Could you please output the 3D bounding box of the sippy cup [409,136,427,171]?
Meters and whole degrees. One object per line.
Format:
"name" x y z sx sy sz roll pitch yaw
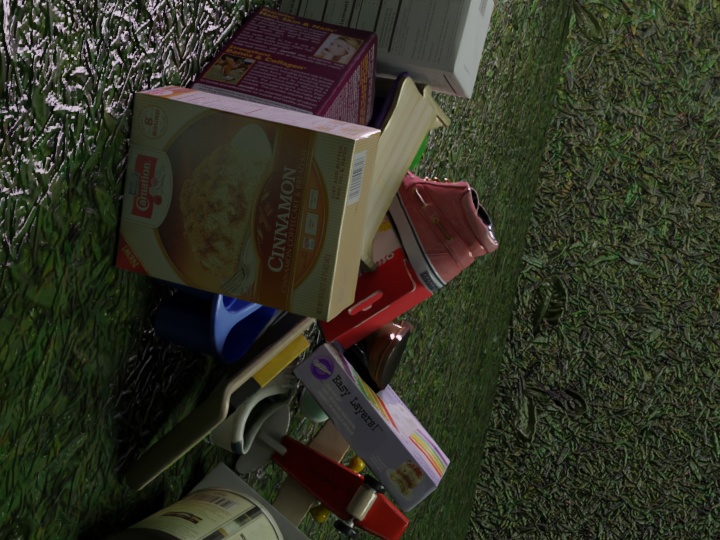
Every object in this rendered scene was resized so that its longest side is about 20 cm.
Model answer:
"sippy cup" -0.009 -0.161 1.532 0.179 0.139 0.130 63 27 7

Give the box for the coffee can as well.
"coffee can" -0.169 0.299 1.278 0.200 0.145 0.148 -8 111 -74

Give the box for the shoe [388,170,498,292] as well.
"shoe" 0.080 -0.069 1.426 0.072 0.091 0.201 51 13 -42

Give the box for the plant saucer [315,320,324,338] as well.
"plant saucer" -0.031 0.036 1.646 0.200 0.036 0.202 -17 90 -82

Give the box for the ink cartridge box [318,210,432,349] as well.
"ink cartridge box" 0.000 0.000 1.437 0.067 0.116 0.201 49 13 -41

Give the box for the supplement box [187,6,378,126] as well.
"supplement box" -0.076 -0.151 1.266 0.200 0.130 0.104 -59 159 -47

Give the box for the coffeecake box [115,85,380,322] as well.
"coffeecake box" -0.097 -0.060 1.130 0.073 0.198 0.155 -32 133 -68

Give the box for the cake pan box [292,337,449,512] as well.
"cake pan box" 0.013 0.159 1.460 0.052 0.200 0.184 -40 173 4

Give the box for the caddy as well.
"caddy" -0.118 -0.001 1.284 0.200 0.104 0.142 -57 156 -53

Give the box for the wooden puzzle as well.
"wooden puzzle" -0.122 0.118 1.277 0.185 0.037 0.200 -41 -176 41

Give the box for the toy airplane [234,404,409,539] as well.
"toy airplane" -0.049 0.246 1.594 0.141 0.198 0.201 51 26 -67

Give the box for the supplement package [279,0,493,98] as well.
"supplement package" 0.026 -0.264 1.406 0.114 0.198 0.111 28 76 -75

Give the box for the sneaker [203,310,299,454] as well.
"sneaker" -0.095 0.110 1.441 0.201 0.070 0.073 -58 158 -11

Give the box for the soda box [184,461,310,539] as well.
"soda box" -0.099 0.296 1.420 0.068 0.199 0.064 -44 154 -20

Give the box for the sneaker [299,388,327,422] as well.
"sneaker" -0.004 0.103 1.773 0.118 0.073 0.202 -32 -150 58

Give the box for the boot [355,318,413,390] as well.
"boot" 0.013 0.080 1.481 0.074 0.075 0.200 -62 180 5

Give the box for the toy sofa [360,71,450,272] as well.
"toy sofa" 0.003 -0.109 1.390 0.098 0.082 0.201 42 69 -46
